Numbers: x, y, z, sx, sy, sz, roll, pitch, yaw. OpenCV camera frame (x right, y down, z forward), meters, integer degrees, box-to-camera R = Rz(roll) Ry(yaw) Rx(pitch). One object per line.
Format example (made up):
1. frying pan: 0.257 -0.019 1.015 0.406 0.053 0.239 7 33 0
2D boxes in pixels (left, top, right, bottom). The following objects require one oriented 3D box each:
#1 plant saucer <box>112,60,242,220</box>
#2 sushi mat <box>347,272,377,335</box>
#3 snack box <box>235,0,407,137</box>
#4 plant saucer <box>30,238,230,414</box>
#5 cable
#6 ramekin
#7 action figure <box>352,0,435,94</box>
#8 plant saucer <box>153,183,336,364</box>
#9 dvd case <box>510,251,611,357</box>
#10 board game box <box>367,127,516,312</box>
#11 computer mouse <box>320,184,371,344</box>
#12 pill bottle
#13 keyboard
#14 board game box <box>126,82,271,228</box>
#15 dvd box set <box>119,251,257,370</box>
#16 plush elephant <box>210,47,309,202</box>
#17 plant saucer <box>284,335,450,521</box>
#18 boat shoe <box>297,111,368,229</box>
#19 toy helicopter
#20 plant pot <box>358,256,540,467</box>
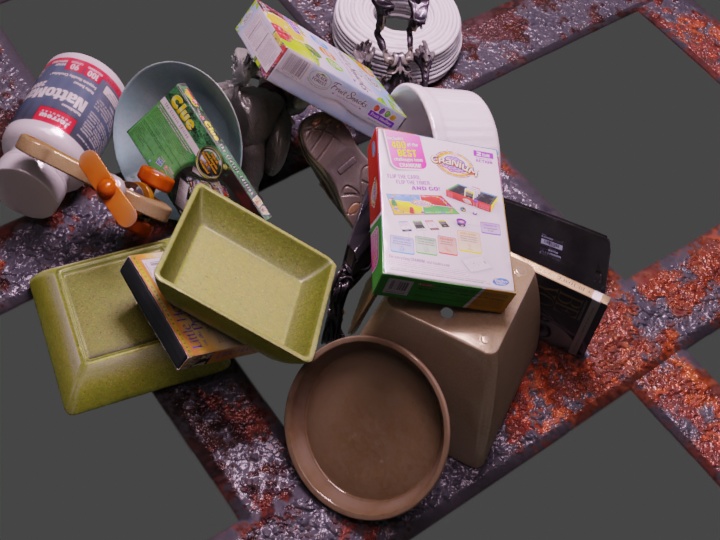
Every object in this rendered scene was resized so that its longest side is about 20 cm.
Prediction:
1. plant saucer: -0.227 -0.166 1.442 0.200 0.203 0.039 32 26 16
2. sushi mat: 0.032 -0.006 1.336 0.012 0.201 0.096 24 53 -5
3. snack box: -0.049 -0.247 1.408 0.199 0.053 0.143 25 23 -36
4. plant saucer: -0.276 0.049 1.337 0.198 0.048 0.201 -15 58 -18
5. cable: 0.057 -0.364 1.674 0.199 0.070 0.200 30 56 14
6. ramekin: 0.101 -0.139 1.444 0.096 0.201 0.202 -5 54 -19
7. action figure: 0.050 -0.289 1.553 0.117 0.202 0.103 1 39 -5
8. plant saucer: -0.135 0.013 1.301 0.198 0.048 0.201 30 34 -11
9. dvd case: 0.193 0.029 1.359 0.198 0.149 0.016 25 64 11
10. board game box: 0.086 -0.058 1.238 0.151 0.040 0.202 9 54 -14
11. computer mouse: 0.000 0.000 1.363 0.045 0.141 0.201 16 45 3
12. pill bottle: -0.389 -0.171 1.447 0.118 0.120 0.202 15 54 4
13. keyboard: 0.233 -0.008 1.420 0.198 0.021 0.129 17 76 -26
14. board game box: -0.203 -0.121 1.407 0.201 0.104 0.023 57 30 2
15. dvd box set: -0.166 0.036 1.319 0.199 0.029 0.147 -10 58 -49
16. plush elephant: -0.129 -0.210 1.491 0.164 0.202 0.154 39 37 21
17. plant saucer: 0.009 0.172 1.237 0.199 0.201 0.029 37 14 19
18. boat shoe: -0.014 -0.117 1.446 0.074 0.073 0.201 -33 108 -9
19. toy helicopter: -0.318 -0.107 1.340 0.198 0.132 0.080 27 96 -13
20. plant pot: 0.103 0.068 1.303 0.198 0.178 0.201 25 55 10
